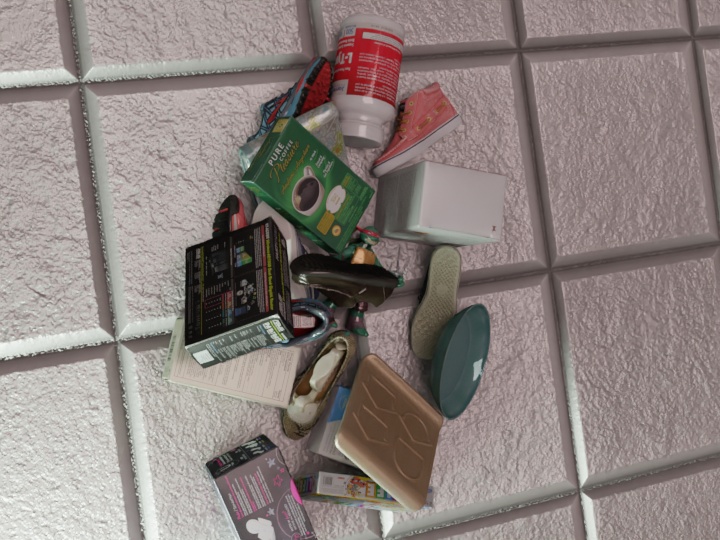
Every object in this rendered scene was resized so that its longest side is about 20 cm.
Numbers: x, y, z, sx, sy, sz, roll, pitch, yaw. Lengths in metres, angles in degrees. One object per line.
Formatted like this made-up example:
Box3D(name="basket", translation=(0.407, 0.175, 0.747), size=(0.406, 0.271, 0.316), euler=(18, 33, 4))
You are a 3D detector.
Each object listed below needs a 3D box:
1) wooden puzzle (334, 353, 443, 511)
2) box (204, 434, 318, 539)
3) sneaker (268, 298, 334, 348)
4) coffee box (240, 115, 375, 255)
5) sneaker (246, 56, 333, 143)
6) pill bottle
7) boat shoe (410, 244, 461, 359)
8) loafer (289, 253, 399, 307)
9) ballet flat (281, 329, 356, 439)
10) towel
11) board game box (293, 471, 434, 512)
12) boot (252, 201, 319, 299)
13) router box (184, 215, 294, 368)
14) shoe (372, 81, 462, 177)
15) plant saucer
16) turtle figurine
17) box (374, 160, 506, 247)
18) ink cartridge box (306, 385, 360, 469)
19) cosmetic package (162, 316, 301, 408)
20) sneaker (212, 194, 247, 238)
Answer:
Box3D(name="wooden puzzle", translation=(0.043, 0.257, 1.624), size=(0.185, 0.046, 0.201), euler=(43, 37, -15))
Box3D(name="box", translation=(-0.152, 0.379, 1.601), size=(0.113, 0.132, 0.203), euler=(-23, 96, -14))
Box3D(name="sneaker", translation=(-0.137, 0.080, 1.552), size=(0.197, 0.095, 0.081), euler=(-12, 94, -12))
Box3D(name="coffee box", translation=(-0.077, -0.128, 1.567), size=(0.199, 0.044, 0.124), euler=(37, 74, -33))
Box3D(name="sneaker", translation=(-0.121, -0.267, 1.666), size=(0.095, 0.079, 0.202), euler=(26, 83, 27))
Box3D(name="pill bottle", translation=(0.008, -0.312, 1.708), size=(0.111, 0.112, 0.204), euler=(10, 83, -20))
Box3D(name="boat shoe", translation=(0.133, 0.054, 1.760), size=(0.073, 0.062, 0.203), euler=(12, 99, 6))
Box3D(name="loafer", translation=(-0.027, 0.026, 1.588), size=(0.198, 0.073, 0.072), euler=(11, 108, -35))
Box3D(name="ballet flat", translation=(-0.074, 0.184, 1.648), size=(0.067, 0.075, 0.202), euler=(32, 93, 7))
Box3D(name="towel", translation=(-0.099, -0.154, 1.642), size=(0.170, 0.048, 0.202), euler=(-32, 138, -18))
Box3D(name="board game box", translation=(0.002, 0.359, 1.658), size=(0.197, 0.134, 0.035), euler=(12, 71, -19))
Box3D(name="boot", translation=(-0.117, -0.027, 1.643), size=(0.072, 0.090, 0.203), euler=(-3, 111, 20))
Box3D(name="router box", translation=(-0.180, 0.030, 1.512), size=(0.148, 0.202, 0.062), euler=(-19, 137, 12))
Box3D(name="shoe", translation=(0.081, -0.244, 1.758), size=(0.199, 0.071, 0.092), euler=(-36, 98, -24))
Box3D(name="plant saucer", translation=(0.164, 0.150, 1.735), size=(0.200, 0.035, 0.203), euler=(-36, 133, -51))
Box3D(name="turtle figurine", translation=(0.000, 0.000, 1.697), size=(0.148, 0.101, 0.203), euler=(18, 94, -12))
Box3D(name="box", translation=(0.128, -0.105, 1.696), size=(0.150, 0.200, 0.108), euler=(8, 84, -20))
Box3D(name="ink cartridge box", translation=(0.024, 0.277, 1.707), size=(0.198, 0.067, 0.117), euler=(22, 79, -18))
Box3D(name="cosmetic package", translation=(-0.204, 0.147, 1.625), size=(0.197, 0.073, 0.105), euler=(17, 81, -19))
Box3D(name="sneaker", translation=(-0.184, -0.022, 1.653), size=(0.086, 0.073, 0.204), euler=(-8, 97, -31))
